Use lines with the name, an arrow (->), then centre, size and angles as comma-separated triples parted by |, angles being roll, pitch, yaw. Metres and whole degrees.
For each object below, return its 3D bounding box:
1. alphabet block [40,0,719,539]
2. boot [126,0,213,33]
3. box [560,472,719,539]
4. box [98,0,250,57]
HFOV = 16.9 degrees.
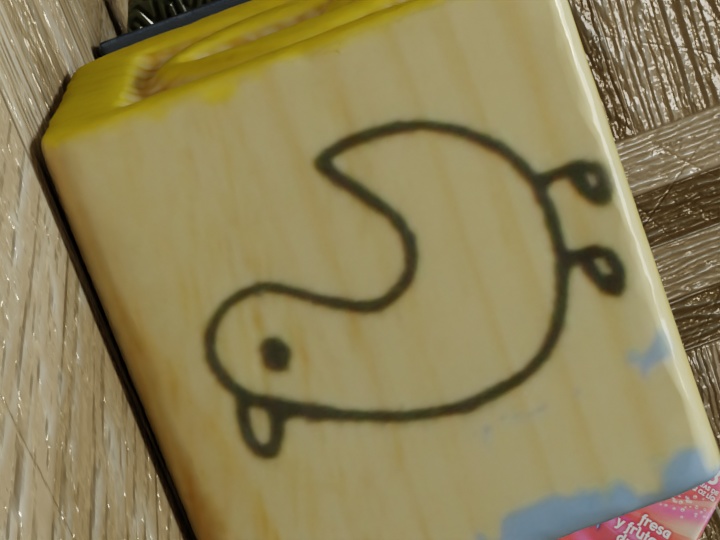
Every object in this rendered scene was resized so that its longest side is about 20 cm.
alphabet block -> 0.006, -0.006, 0.929 | 0.196, 0.195, 0.200 | -109, 178, -77
boot -> -0.096, -0.140, 1.346 | 0.200, 0.066, 0.175 | -105, -173, -57
box -> 0.093, 0.101, 1.339 | 0.200, 0.095, 0.103 | 30, -4, 4
box -> -0.019, -0.040, 1.162 | 0.107, 0.148, 0.200 | -82, 152, -86
